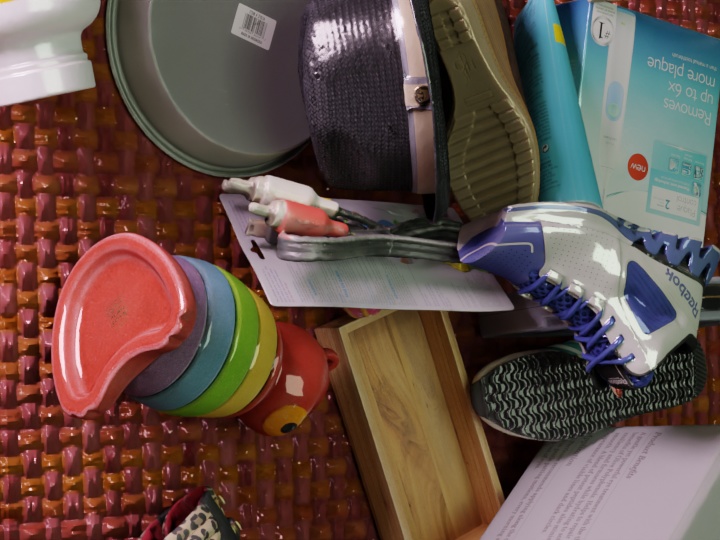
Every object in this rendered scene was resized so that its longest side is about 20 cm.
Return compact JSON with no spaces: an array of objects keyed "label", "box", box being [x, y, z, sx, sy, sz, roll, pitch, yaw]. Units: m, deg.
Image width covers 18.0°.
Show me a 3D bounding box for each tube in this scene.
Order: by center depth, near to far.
[{"label":"tube","box":[0.140,-0.124,1.703,0.050,0.077,0.200,4,60,-21]}]

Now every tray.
[{"label":"tray","box":[0.040,0.120,1.687,0.099,0.037,0.200,-24,101,-35]}]

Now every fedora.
[{"label":"fedora","box":[0.005,-0.126,1.577,0.092,0.201,0.201,-8,93,-2]}]

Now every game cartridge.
[{"label":"game cartridge","box":[0.199,0.029,1.744,0.200,0.133,0.042,-2,89,-27]}]

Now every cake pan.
[{"label":"cake pan","box":[-0.085,-0.167,1.608,0.200,0.037,0.200,2,86,-36]}]

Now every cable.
[{"label":"cable","box":[0.005,-0.033,1.585,0.200,0.097,0.050,4,108,-21]}]

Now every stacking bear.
[{"label":"stacking bear","box":[-0.100,0.056,1.545,0.200,0.121,0.114,25,32,-44]}]

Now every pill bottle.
[{"label":"pill bottle","box":[-0.227,-0.208,1.463,0.104,0.104,0.200,-17,97,-36]}]

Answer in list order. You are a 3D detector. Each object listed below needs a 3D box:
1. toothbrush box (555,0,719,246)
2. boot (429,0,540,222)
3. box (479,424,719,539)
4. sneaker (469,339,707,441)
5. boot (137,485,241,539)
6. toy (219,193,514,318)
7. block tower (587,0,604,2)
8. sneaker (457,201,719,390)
[{"label":"toothbrush box","box":[0.197,-0.097,1.782,0.146,0.085,0.200,14,81,-34]},{"label":"boot","box":[0.098,-0.137,1.685,0.166,0.072,0.200,-55,132,-69]},{"label":"box","box":[0.206,0.248,1.684,0.199,0.171,0.200,-51,124,-42]},{"label":"sneaker","box":[0.163,0.089,1.749,0.200,0.093,0.070,-10,90,-25]},{"label":"boot","box":[-0.072,0.213,1.572,0.151,0.073,0.200,54,43,-7]},{"label":"toy","box":[0.000,0.000,1.637,0.200,0.115,0.047,-1,133,-29]},{"label":"block tower","box":[0.171,-0.296,1.741,0.054,0.058,0.200,-8,64,-37]},{"label":"sneaker","box":[0.169,0.024,1.609,0.199,0.081,0.115,12,72,-25]}]
